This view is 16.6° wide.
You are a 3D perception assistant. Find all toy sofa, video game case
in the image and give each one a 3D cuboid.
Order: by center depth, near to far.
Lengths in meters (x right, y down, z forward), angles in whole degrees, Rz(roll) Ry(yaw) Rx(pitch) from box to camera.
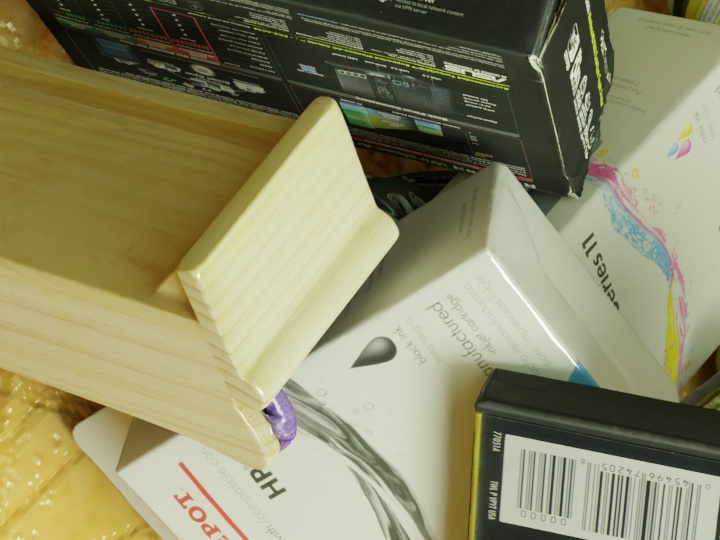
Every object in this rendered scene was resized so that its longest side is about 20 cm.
[{"bbox_3d":[0.131,0.130,0.811,0.026,0.199,0.181,-58,155,-55],"label":"video game case"},{"bbox_3d":[-0.090,-0.016,0.827,0.083,0.199,0.098,-52,140,-29],"label":"toy sofa"}]

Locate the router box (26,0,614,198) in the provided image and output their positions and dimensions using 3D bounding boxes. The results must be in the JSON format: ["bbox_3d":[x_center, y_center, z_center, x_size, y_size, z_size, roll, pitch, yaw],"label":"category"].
[{"bbox_3d":[-0.016,-0.095,0.845,0.199,0.150,0.062,15,77,12],"label":"router box"}]

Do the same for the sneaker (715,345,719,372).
[{"bbox_3d":[0.236,0.003,1.064,0.200,0.074,0.082,-46,112,-17],"label":"sneaker"}]

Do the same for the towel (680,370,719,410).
[{"bbox_3d":[0.180,0.121,0.999,0.200,0.144,0.023,35,32,-19],"label":"towel"}]

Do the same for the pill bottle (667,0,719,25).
[{"bbox_3d":[0.217,-0.068,0.985,0.112,0.112,0.200,-14,55,-27],"label":"pill bottle"}]

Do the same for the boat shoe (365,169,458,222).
[{"bbox_3d":[0.000,0.000,0.944,0.199,0.062,0.073,-11,88,-29],"label":"boat shoe"}]

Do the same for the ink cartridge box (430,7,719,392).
[{"bbox_3d":[0.081,0.006,0.944,0.200,0.067,0.117,-46,134,-28],"label":"ink cartridge box"}]

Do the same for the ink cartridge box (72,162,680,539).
[{"bbox_3d":[-0.001,0.066,0.863,0.116,0.200,0.067,50,23,-20],"label":"ink cartridge box"}]
